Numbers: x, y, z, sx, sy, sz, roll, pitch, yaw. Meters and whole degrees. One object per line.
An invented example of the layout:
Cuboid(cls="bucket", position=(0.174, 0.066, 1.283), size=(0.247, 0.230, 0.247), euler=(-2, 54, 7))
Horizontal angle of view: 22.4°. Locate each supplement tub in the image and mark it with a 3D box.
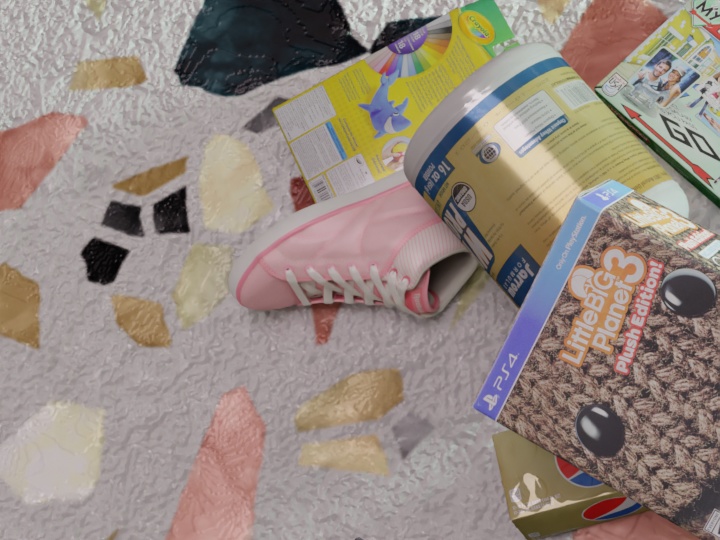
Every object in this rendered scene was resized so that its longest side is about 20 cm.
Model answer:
Cuboid(cls="supplement tub", position=(0.143, -0.048, 1.307), size=(0.145, 0.145, 0.200), euler=(-40, 76, -1))

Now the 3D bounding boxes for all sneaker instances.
Cuboid(cls="sneaker", position=(0.000, 0.000, 1.387), size=(0.200, 0.075, 0.105), euler=(-26, 58, 3))

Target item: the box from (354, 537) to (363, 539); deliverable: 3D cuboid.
Cuboid(cls="box", position=(0.047, 0.295, 1.219), size=(0.200, 0.115, 0.132), euler=(33, 80, 28))

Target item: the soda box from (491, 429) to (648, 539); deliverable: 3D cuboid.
Cuboid(cls="soda box", position=(0.199, 0.128, 1.271), size=(0.200, 0.064, 0.068), euler=(-17, 63, 12))

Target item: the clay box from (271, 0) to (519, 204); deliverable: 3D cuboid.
Cuboid(cls="clay box", position=(0.042, -0.124, 1.444), size=(0.200, 0.048, 0.115), euler=(-27, 63, 4))

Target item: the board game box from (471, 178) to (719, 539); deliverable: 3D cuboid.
Cuboid(cls="board game box", position=(0.202, 0.060, 1.167), size=(0.200, 0.097, 0.160), euler=(29, 107, 14))

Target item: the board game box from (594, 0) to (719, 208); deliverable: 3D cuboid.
Cuboid(cls="board game box", position=(0.292, -0.118, 1.368), size=(0.135, 0.029, 0.200), euler=(-43, 61, -2))
